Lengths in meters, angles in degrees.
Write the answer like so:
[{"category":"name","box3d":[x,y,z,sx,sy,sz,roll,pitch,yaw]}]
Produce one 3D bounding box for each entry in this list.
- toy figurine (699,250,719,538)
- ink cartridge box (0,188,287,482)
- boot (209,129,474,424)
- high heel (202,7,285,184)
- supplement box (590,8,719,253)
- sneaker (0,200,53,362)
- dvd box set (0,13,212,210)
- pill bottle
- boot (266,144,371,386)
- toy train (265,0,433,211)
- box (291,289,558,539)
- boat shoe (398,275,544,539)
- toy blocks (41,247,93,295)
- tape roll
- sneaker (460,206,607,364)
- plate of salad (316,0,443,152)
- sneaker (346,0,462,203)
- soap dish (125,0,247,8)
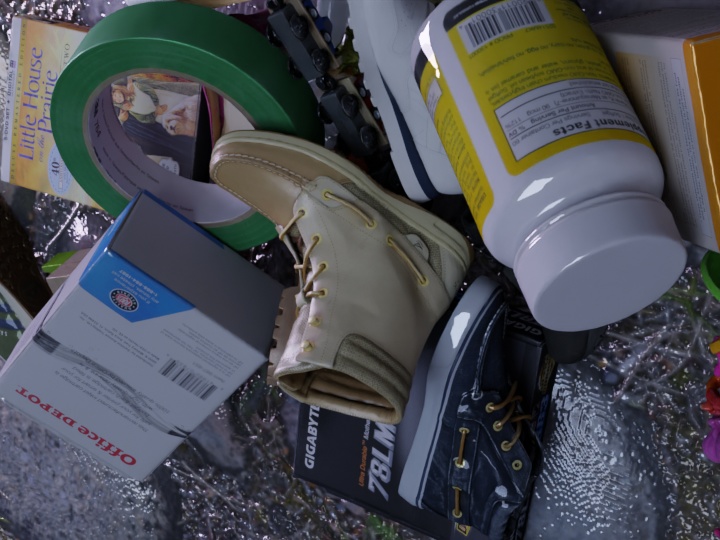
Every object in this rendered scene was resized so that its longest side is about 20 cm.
[{"category":"toy figurine","box3d":[0.278,0.109,1.022,0.200,0.150,0.184,47,139,35]},{"category":"ink cartridge box","box3d":[-0.172,0.055,1.197,0.145,0.084,0.200,35,129,-14]},{"category":"boot","box3d":[-0.035,0.004,1.050,0.200,0.156,0.073,29,149,-7]},{"category":"high heel","box3d":[-0.100,-0.101,1.180,0.067,0.096,0.200,26,120,21]},{"category":"supplement box","box3d":[0.203,-0.091,0.937,0.073,0.200,0.126,-16,104,-9]},{"category":"sneaker","box3d":[-0.327,0.028,1.389,0.090,0.067,0.200,-32,93,31]},{"category":"dvd box set","box3d":[-0.209,-0.124,1.268,0.200,0.029,0.146,17,107,27]},{"category":"pill bottle","box3d":[0.112,-0.071,0.921,0.114,0.114,0.200,-44,52,36]},{"category":"boot","box3d":[0.000,0.000,1.139,0.107,0.200,0.075,9,157,2]},{"category":"toy train","box3d":[-0.005,-0.115,1.096,0.034,0.046,0.200,-13,120,41]},{"category":"box","box3d":[0.046,0.105,1.201,0.198,0.050,0.200,19,117,24]},{"category":"boat shoe","box3d":[0.095,0.102,1.105,0.091,0.071,0.200,24,124,18]},{"category":"toy blocks","box3d":[-0.169,0.045,1.295,0.200,0.100,0.137,-7,116,34]},{"category":"tape roll","box3d":[-0.127,-0.102,1.132,0.200,0.048,0.201,11,137,11]},{"category":"sneaker","box3d":[0.117,-0.021,1.059,0.091,0.076,0.200,-16,116,-8]},{"category":"plate of salad","box3d":[0.049,-0.163,1.093,0.200,0.048,0.200,12,114,29]},{"category":"sneaker","box3d":[0.047,-0.137,1.036,0.080,0.076,0.200,-9,131,20]},{"category":"soap dish","box3d":[-0.085,-0.268,1.097,0.200,0.081,0.158,-5,91,34]}]
